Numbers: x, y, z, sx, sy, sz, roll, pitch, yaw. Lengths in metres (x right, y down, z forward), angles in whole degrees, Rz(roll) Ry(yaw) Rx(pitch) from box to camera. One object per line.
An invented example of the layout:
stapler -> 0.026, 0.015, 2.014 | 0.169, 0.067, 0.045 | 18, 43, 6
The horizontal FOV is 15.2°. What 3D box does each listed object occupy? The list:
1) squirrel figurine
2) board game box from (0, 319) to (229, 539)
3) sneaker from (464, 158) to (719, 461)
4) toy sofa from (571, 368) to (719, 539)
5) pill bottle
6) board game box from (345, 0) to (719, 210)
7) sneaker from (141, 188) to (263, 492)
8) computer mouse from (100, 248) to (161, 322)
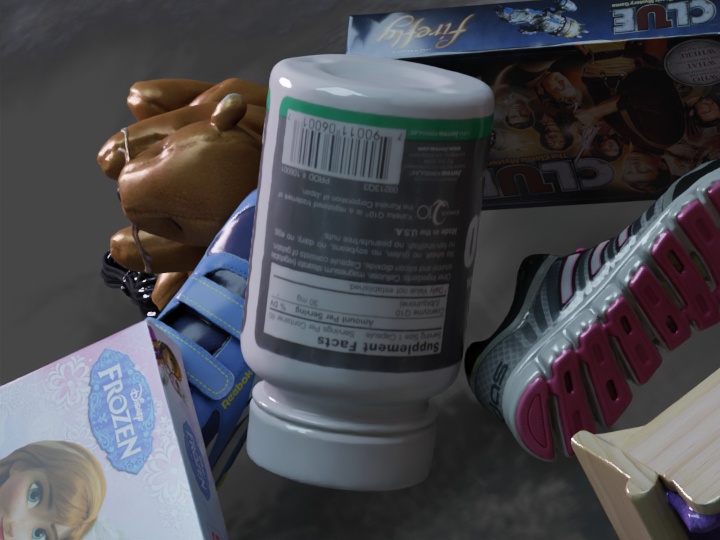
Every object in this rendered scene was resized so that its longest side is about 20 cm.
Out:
squirrel figurine -> -0.051, -0.051, 1.533 | 0.199, 0.142, 0.187 | 0, -4, 2
board game box -> -0.161, 0.152, 1.324 | 0.199, 0.041, 0.200 | -25, 59, 11
sneaker -> 0.126, 0.009, 1.352 | 0.200, 0.074, 0.087 | -44, 35, -17
toy sofa -> 0.201, 0.063, 1.169 | 0.200, 0.083, 0.098 | -37, 31, -14
pill bottle -> 0.000, 0.000, 1.338 | 0.113, 0.201, 0.113 | 7, 13, -2
board game box -> 0.103, -0.087, 1.416 | 0.199, 0.136, 0.035 | -4, 54, 12
sneaker -> -0.081, 0.046, 1.405 | 0.074, 0.082, 0.200 | 29, 95, 25
computer mouse -> -0.075, -0.043, 1.686 | 0.200, 0.046, 0.140 | -32, 25, -4
